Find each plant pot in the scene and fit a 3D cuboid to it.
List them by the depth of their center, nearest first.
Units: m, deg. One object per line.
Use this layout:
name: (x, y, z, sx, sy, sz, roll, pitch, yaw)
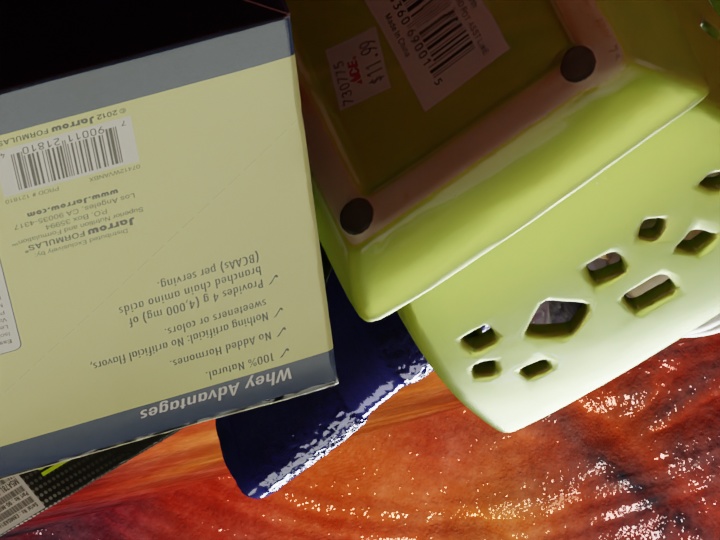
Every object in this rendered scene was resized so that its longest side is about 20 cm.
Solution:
plant pot: (0.065, -0.077, 1.233, 0.199, 0.201, 0.181, -34, 152, 16)

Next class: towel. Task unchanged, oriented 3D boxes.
towel: (0.000, 0.000, 1.394, 0.200, 0.148, 0.049, -38, 145, 19)

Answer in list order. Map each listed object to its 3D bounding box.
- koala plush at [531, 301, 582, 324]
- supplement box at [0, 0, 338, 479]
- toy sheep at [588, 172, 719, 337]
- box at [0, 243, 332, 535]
koala plush: (0.134, -0.050, 1.586, 0.176, 0.201, 0.184, -16, 170, -6)
supplement box: (-0.126, -0.041, 1.120, 0.199, 0.135, 0.200, -15, 138, -8)
toy sheep: (0.161, -0.035, 1.437, 0.137, 0.139, 0.200, -21, -175, 22)
box: (-0.097, 0.023, 1.330, 0.199, 0.048, 0.193, -31, -163, 23)
